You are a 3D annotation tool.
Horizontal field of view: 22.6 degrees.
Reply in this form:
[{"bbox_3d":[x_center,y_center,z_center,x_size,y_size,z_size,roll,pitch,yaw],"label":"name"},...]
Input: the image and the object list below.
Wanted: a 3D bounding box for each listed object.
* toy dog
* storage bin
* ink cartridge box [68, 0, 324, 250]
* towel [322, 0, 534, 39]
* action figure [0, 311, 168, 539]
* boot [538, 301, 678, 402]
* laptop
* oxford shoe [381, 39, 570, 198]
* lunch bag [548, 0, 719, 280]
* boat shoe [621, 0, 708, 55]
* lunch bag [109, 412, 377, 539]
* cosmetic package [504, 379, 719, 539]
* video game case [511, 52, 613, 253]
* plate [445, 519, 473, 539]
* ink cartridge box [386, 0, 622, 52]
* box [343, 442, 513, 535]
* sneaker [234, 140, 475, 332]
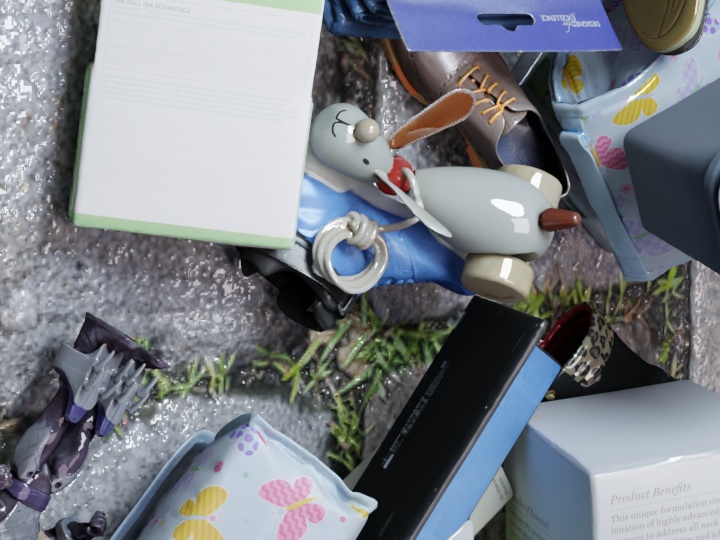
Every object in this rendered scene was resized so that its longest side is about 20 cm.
[{"bbox_3d":[0.068,-0.051,1.204,0.199,0.096,0.133,5,78,-34],"label":"toy dog"},{"bbox_3d":[0.279,-0.085,1.223,0.199,0.134,0.146,-30,121,-20],"label":"storage bin"},{"bbox_3d":[-0.101,-0.120,1.140,0.144,0.048,0.202,6,96,-13],"label":"ink cartridge box"},{"bbox_3d":[0.054,-0.214,1.246,0.199,0.049,0.112,-7,66,-35],"label":"towel"},{"bbox_3d":[-0.201,0.126,1.135,0.201,0.069,0.130,-59,145,-7],"label":"action figure"},{"bbox_3d":[0.171,0.141,1.428,0.154,0.073,0.204,42,77,-29],"label":"boot"},{"bbox_3d":[0.079,0.127,1.197,0.115,0.200,0.188,33,86,-16],"label":"laptop"},{"bbox_3d":[0.087,-0.130,1.288,0.071,0.073,0.200,-45,112,-9],"label":"oxford shoe"},{"bbox_3d":[0.224,-0.118,1.343,0.200,0.127,0.170,-51,126,-27],"label":"lunch bag"},{"bbox_3d":[0.222,-0.234,1.272,0.065,0.073,0.202,27,53,-42],"label":"boat shoe"},{"bbox_3d":[-0.098,0.194,1.155,0.127,0.200,0.170,36,73,-4],"label":"lunch bag"},{"bbox_3d":[0.212,0.206,1.328,0.166,0.166,0.202,-7,103,-17],"label":"cosmetic package"},{"bbox_3d":[0.206,-0.146,1.420,0.182,0.022,0.201,46,71,-35],"label":"video game case"},{"bbox_3d":[-0.010,0.262,1.165,0.200,0.200,0.032,-37,76,-27],"label":"plate"},{"bbox_3d":[0.078,-0.240,1.217,0.196,0.047,0.201,-6,60,-37],"label":"ink cartridge box"},{"bbox_3d":[0.015,0.193,1.315,0.200,0.068,0.082,-43,123,-23],"label":"box"},{"bbox_3d":[-0.001,0.000,1.255,0.199,0.076,0.112,31,75,-33],"label":"sneaker"}]
